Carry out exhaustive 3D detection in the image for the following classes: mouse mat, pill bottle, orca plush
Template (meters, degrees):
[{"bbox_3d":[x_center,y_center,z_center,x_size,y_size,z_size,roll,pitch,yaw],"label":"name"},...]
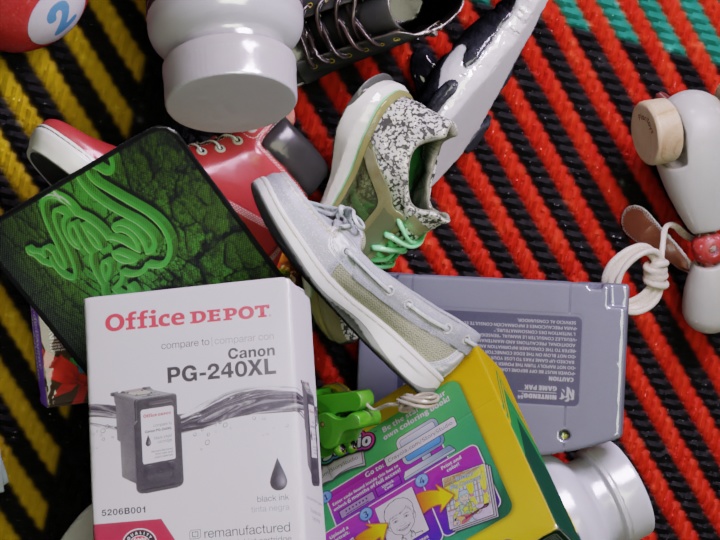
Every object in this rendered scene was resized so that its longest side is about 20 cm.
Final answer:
[{"bbox_3d":[-0.145,0.008,1.574,0.161,0.008,0.200,-29,118,12],"label":"mouse mat"},{"bbox_3d":[-0.096,-0.204,1.579,0.109,0.110,0.200,2,67,-16],"label":"pill bottle"},{"bbox_3d":[0.064,-0.152,1.684,0.071,0.105,0.200,35,111,22],"label":"orca plush"},{"bbox_3d":[0.114,0.205,1.699,0.200,0.112,0.112,-26,100,-13],"label":"pill bottle"}]

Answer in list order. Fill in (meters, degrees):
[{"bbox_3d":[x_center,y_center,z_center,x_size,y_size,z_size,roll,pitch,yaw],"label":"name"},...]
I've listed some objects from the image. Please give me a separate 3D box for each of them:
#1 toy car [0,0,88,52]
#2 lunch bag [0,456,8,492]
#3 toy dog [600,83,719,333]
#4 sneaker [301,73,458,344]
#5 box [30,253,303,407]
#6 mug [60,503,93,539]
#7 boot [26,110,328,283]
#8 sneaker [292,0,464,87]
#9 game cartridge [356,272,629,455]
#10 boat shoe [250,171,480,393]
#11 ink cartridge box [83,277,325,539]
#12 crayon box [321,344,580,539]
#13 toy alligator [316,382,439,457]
[{"bbox_3d":[-0.247,-0.228,1.523,0.184,0.200,0.177,-44,103,-9],"label":"toy car"},{"bbox_3d":[-0.337,0.081,1.555,0.169,0.127,0.200,-10,103,-13],"label":"lunch bag"},{"bbox_3d":[0.249,-0.061,1.749,0.132,0.096,0.200,10,105,-19],"label":"toy dog"},{"bbox_3d":[0.018,-0.035,1.627,0.077,0.089,0.200,-11,119,-53],"label":"sneaker"},{"bbox_3d":[-0.139,0.019,1.651,0.200,0.039,0.137,-7,94,-16],"label":"box"},{"bbox_3d":[-0.137,0.276,1.641,0.200,0.178,0.134,29,40,-20],"label":"mug"},{"bbox_3d":[-0.124,-0.084,1.602,0.200,0.072,0.144,33,79,-20],"label":"boot"},{"bbox_3d":[-0.028,-0.177,1.638,0.200,0.106,0.075,-24,99,-14],"label":"sneaker"},{"bbox_3d":[0.097,0.071,1.689,0.200,0.041,0.133,3,89,9],"label":"game cartridge"},{"bbox_3d":[0.001,0.001,1.585,0.065,0.074,0.202,-43,108,-3],"label":"boat shoe"},{"bbox_3d":[-0.104,0.111,1.513,0.145,0.083,0.200,-6,78,8],"label":"ink cartridge box"},{"bbox_3d":[0.037,0.175,1.613,0.200,0.173,0.058,-32,139,11],"label":"crayon box"},{"bbox_3d":[-0.026,0.111,1.622,0.059,0.200,0.054,-10,99,-51],"label":"toy alligator"}]
